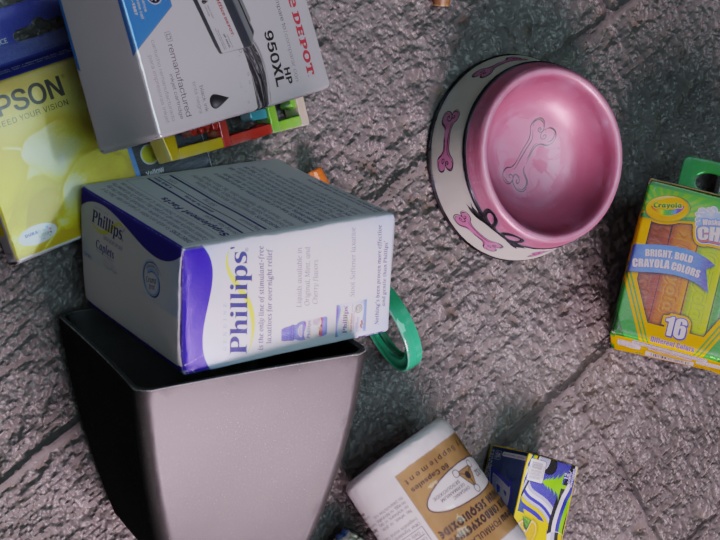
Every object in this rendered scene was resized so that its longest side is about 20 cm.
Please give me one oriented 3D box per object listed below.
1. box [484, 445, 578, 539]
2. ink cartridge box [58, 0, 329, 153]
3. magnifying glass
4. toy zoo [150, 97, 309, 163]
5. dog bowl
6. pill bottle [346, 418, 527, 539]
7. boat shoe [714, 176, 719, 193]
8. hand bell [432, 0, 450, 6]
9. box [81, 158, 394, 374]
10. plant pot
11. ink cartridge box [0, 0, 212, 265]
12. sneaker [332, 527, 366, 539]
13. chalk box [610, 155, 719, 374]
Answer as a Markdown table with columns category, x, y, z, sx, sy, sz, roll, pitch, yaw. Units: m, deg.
| category | x | y | z | sx | sy | sz | roll | pitch | yaw |
| --- | --- | --- | --- | --- | --- | --- | --- | --- | --- |
| box | 0.144 | 0.274 | 1.566 | 0.064 | 0.070 | 0.202 | 18 | 82 | -29 |
| ink cartridge box | -0.134 | -0.192 | 1.335 | 0.199 | 0.084 | 0.146 | -23 | 101 | -45 |
| magnifying glass | 0.000 | 0.000 | 1.493 | 0.022 | 0.079 | 0.202 | -26 | 92 | -20 |
| toy zoo | -0.133 | -0.170 | 1.408 | 0.199 | 0.020 | 0.133 | -21 | 100 | -44 |
| dog bowl | 0.166 | -0.109 | 1.572 | 0.198 | 0.074 | 0.203 | 0 | 90 | -27 |
| pill bottle | 0.086 | 0.245 | 1.476 | 0.114 | 0.114 | 0.201 | -32 | 83 | -23 |
| boat shoe | 0.395 | -0.011 | 1.688 | 0.066 | 0.073 | 0.202 | -19 | 100 | -40 |
| hand bell | 0.085 | -0.350 | 1.532 | 0.103 | 0.104 | 0.203 | -3 | 104 | -27 |
| box | -0.103 | -0.010 | 1.341 | 0.198 | 0.183 | 0.106 | -10 | 112 | -32 |
| plant pot | -0.126 | 0.134 | 1.362 | 0.198 | 0.199 | 0.180 | -7 | 109 | -27 |
| ink cartridge box | -0.238 | -0.134 | 1.376 | 0.196 | 0.047 | 0.202 | -24 | 103 | -26 |
| sneaker | 0.021 | 0.334 | 1.510 | 0.085 | 0.077 | 0.201 | -41 | 101 | -10 |
| chalk box | 0.326 | -0.013 | 1.604 | 0.123 | 0.124 | 0.202 | 13 | 84 | 11 |
